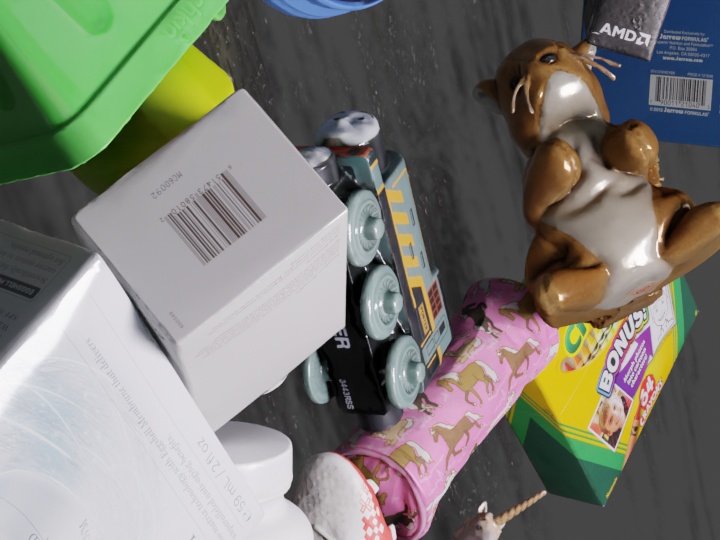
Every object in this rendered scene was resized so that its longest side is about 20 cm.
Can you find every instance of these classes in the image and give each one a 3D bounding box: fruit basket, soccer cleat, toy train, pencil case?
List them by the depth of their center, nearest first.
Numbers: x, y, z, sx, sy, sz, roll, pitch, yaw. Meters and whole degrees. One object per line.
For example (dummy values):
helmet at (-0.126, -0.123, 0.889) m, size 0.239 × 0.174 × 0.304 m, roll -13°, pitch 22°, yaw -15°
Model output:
fruit basket at (-0.113, -0.102, 0.897) m, size 0.215 × 0.155 × 0.217 m, roll 5°, pitch 82°, yaw -42°
toy train at (0.000, 0.000, 1.130) m, size 0.114 × 0.085 × 0.201 m, roll -56°, pitch 138°, yaw -49°
soccer cleat at (-0.024, 0.215, 1.155) m, size 0.085 × 0.068 × 0.201 m, roll -27°, pitch 124°, yaw -54°
pencil case at (0.060, 0.090, 1.227) m, size 0.200 × 0.086 × 0.083 m, roll -49°, pitch 121°, yaw -36°

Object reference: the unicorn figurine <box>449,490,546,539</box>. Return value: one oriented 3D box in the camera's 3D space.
unicorn figurine at (0.058, 0.259, 1.289) m, size 0.137 × 0.074 × 0.201 m, roll -42°, pitch 145°, yaw -54°

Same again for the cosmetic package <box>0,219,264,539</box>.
cosmetic package at (-0.177, 0.115, 0.848) m, size 0.200 × 0.123 × 0.200 m, roll -51°, pitch 136°, yaw -24°

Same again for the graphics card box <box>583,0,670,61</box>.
graphics card box at (0.206, -0.255, 1.257) m, size 0.126 × 0.051 × 0.201 m, roll -75°, pitch -178°, yaw -73°

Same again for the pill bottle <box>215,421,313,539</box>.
pill bottle at (-0.082, 0.193, 1.024) m, size 0.113 × 0.113 × 0.201 m, roll -14°, pitch 110°, yaw -53°

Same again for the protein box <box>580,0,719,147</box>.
protein box at (0.283, -0.199, 1.372) m, size 0.135 × 0.198 × 0.201 m, roll -11°, pitch 107°, yaw -54°

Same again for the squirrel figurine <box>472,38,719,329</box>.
squirrel figurine at (0.151, -0.063, 1.262) m, size 0.187 × 0.141 × 0.200 m, roll 63°, pitch 2°, yaw 16°

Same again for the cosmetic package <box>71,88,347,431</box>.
cosmetic package at (-0.070, 0.005, 0.917) m, size 0.107 × 0.085 × 0.200 m, roll -38°, pitch 168°, yaw -13°

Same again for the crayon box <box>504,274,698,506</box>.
crayon box at (0.182, 0.051, 1.412) m, size 0.200 × 0.058 × 0.173 m, roll -59°, pitch 140°, yaw -27°

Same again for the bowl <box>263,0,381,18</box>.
bowl at (-0.014, -0.250, 1.078) m, size 0.200 × 0.039 × 0.202 m, roll -19°, pitch 114°, yaw -52°
